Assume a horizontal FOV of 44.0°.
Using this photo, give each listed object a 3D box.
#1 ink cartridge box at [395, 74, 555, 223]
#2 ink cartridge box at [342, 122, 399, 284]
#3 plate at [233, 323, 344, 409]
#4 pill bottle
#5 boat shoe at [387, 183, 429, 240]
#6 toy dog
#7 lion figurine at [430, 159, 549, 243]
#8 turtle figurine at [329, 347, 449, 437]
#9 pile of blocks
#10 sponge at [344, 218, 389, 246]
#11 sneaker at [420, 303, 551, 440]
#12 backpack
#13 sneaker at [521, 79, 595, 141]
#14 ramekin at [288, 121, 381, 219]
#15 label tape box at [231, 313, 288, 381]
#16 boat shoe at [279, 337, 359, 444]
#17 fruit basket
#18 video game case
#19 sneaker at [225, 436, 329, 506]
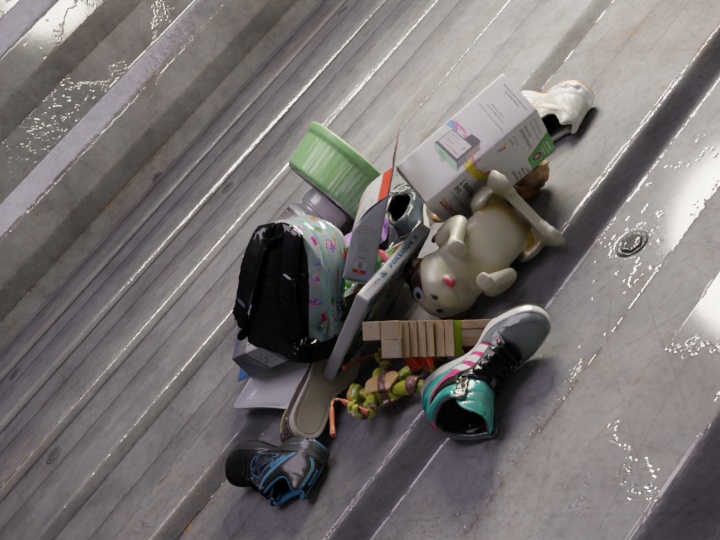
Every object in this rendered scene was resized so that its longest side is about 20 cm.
[{"bbox_3d":[0.168,-0.161,1.282,0.200,0.145,0.084,-40,64,8],"label":"ink cartridge box"},{"bbox_3d":[0.017,-0.102,1.274,0.162,0.050,0.202,-77,-5,-69],"label":"ink cartridge box"},{"bbox_3d":[-0.104,0.155,1.483,0.199,0.032,0.200,-10,42,51],"label":"plate"},{"bbox_3d":[-0.127,-0.058,1.744,0.200,0.114,0.114,-47,25,-2],"label":"pill bottle"},{"bbox_3d":[0.074,-0.113,1.589,0.075,0.062,0.201,-37,25,20],"label":"boat shoe"},{"bbox_3d":[0.151,-0.024,1.254,0.200,0.140,0.194,-45,12,-2],"label":"toy dog"},{"bbox_3d":[0.200,-0.104,1.375,0.200,0.072,0.122,-48,26,-3],"label":"lion figurine"},{"bbox_3d":[0.039,0.162,1.213,0.160,0.065,0.200,-21,16,23],"label":"turtle figurine"},{"bbox_3d":[0.089,0.097,1.153,0.082,0.198,0.063,165,105,-65],"label":"pile of blocks"},{"bbox_3d":[-0.038,-0.029,1.626,0.199,0.030,0.112,-31,14,16],"label":"sponge"},{"bbox_3d":[0.151,0.132,1.066,0.200,0.083,0.121,-43,19,21],"label":"sneaker"},{"bbox_3d":[-0.097,0.020,1.319,0.166,0.202,0.126,12,15,34],"label":"backpack"},{"bbox_3d":[0.285,-0.247,1.468,0.199,0.076,0.093,-11,45,52],"label":"sneaker"},{"bbox_3d":[-0.045,-0.188,1.738,0.098,0.200,0.200,-51,25,0],"label":"ramekin"},{"bbox_3d":[-0.163,0.091,1.511,0.199,0.063,0.145,-26,45,42],"label":"label tape box"},{"bbox_3d":[-0.062,0.181,1.338,0.059,0.072,0.201,-41,14,44],"label":"boat shoe"},{"bbox_3d":[0.000,0.000,1.421,0.200,0.094,0.185,-34,6,43],"label":"fruit basket"},{"bbox_3d":[0.022,0.047,1.300,0.182,0.022,0.201,-48,-13,-41],"label":"video game case"},{"bbox_3d":[-0.134,0.290,1.273,0.199,0.073,0.082,-21,35,42],"label":"sneaker"}]
